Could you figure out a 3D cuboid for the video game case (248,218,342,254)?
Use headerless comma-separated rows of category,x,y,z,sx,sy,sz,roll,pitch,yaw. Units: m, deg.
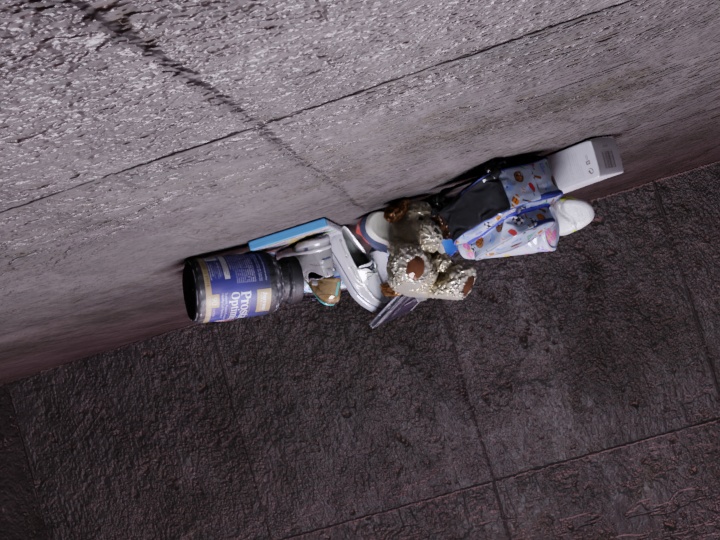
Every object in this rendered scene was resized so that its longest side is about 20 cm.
video game case,-0.115,-0.061,1.596,0.142,0.018,0.200,-17,177,6

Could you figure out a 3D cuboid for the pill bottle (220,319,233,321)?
pill bottle,-0.272,0.044,1.710,0.112,0.114,0.200,-16,177,-3

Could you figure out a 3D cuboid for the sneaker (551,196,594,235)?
sneaker,0.385,-0.114,1.766,0.198,0.077,0.105,-8,-167,34

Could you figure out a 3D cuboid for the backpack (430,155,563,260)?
backpack,0.256,-0.115,1.512,0.190,0.155,0.200,-27,180,-32

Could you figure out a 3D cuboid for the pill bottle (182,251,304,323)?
pill bottle,-0.205,0.026,1.536,0.198,0.113,0.112,-7,173,-24

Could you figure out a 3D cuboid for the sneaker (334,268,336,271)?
sneaker,-0.101,-0.019,1.868,0.076,0.076,0.200,-21,176,-7

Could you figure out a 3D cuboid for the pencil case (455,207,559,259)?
pencil case,0.283,-0.074,1.681,0.198,0.092,0.083,-4,-172,35

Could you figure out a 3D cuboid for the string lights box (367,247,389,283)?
string lights box,0.082,-0.033,1.852,0.058,0.104,0.200,-17,-165,21

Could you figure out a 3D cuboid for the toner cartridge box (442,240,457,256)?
toner cartridge box,0.201,-0.078,1.823,0.200,0.043,0.095,-46,-177,22

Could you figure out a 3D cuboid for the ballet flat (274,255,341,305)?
ballet flat,-0.100,-0.010,1.736,0.067,0.073,0.200,3,-152,-42

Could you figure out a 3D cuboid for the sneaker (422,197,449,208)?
sneaker,0.159,-0.113,1.737,0.107,0.068,0.201,-18,180,-34

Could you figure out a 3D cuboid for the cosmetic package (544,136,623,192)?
cosmetic package,0.371,-0.180,1.610,0.199,0.075,0.101,-17,177,43

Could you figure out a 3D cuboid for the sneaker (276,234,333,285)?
sneaker,-0.104,-0.008,1.624,0.074,0.083,0.200,-15,178,-20

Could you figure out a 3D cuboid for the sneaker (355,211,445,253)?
sneaker,0.077,-0.055,1.693,0.199,0.076,0.084,32,161,-27

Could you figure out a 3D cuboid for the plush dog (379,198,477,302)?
plush dog,0.104,-0.042,1.595,0.199,0.174,0.160,16,164,-39

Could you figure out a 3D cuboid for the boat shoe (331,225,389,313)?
boat shoe,0.000,0.000,1.728,0.067,0.200,0.074,-29,-160,39

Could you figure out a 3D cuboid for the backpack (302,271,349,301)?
backpack,-0.075,0.009,2.121,0.198,0.156,0.163,5,176,4

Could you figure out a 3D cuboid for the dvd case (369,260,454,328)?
dvd case,0.110,0.046,1.783,0.149,0.016,0.200,-48,166,26
